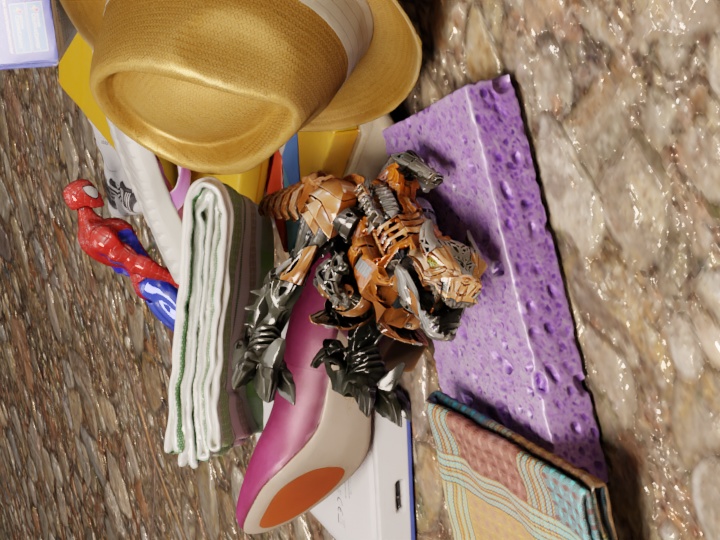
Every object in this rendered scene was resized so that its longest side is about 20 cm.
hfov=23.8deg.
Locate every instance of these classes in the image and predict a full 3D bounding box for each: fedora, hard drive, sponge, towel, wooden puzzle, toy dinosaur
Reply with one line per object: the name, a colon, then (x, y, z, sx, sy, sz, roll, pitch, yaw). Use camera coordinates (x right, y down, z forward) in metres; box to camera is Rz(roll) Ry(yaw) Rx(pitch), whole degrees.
fedora: (-0.071, -0.105, 0.856, 0.201, 0.200, 0.082, 124, 167, -61)
hard drive: (-0.022, 0.103, 1.107, 0.200, 0.025, 0.133, -143, 45, -57)
sponge: (0.063, 0.013, 0.850, 0.111, 0.030, 0.201, 166, 91, -68)
towel: (0.088, 0.169, 0.838, 0.146, 0.022, 0.201, 24, 133, 57)
wooden puzzle: (-0.036, -0.097, 1.016, 0.201, 0.037, 0.185, 66, 155, 24)
toy dinosaur: (0.000, 0.000, 0.869, 0.200, 0.102, 0.136, -117, 45, -75)
towel: (-0.070, 0.029, 0.958, 0.200, 0.031, 0.150, 19, -104, -84)

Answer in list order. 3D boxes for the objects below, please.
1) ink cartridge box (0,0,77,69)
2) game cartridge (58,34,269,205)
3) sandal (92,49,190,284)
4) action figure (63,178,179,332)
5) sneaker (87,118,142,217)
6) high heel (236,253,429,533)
ink cartridge box: (-0.199, -0.189, 0.936, 0.200, 0.076, 0.137, -102, 7, -71)
game cartridge: (-0.125, -0.120, 1.078, 0.200, 0.032, 0.177, 47, 149, 23)
sandal: (-0.119, -0.072, 1.036, 0.203, 0.050, 0.083, 81, 163, -55)
action figure: (-0.143, 0.015, 1.221, 0.200, 0.052, 0.065, 49, 168, -16)
sneaker: (-0.155, -0.102, 1.246, 0.200, 0.075, 0.116, 177, 78, -71)
high heel: (-0.031, 0.063, 0.997, 0.200, 0.067, 0.096, -53, 53, 28)
